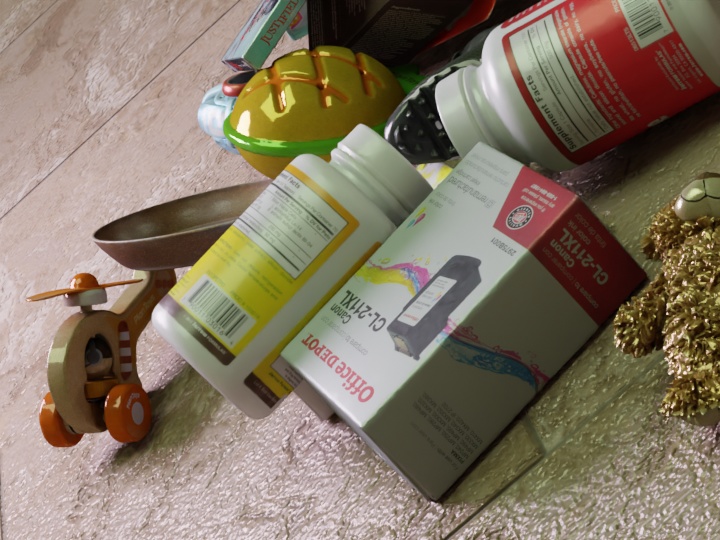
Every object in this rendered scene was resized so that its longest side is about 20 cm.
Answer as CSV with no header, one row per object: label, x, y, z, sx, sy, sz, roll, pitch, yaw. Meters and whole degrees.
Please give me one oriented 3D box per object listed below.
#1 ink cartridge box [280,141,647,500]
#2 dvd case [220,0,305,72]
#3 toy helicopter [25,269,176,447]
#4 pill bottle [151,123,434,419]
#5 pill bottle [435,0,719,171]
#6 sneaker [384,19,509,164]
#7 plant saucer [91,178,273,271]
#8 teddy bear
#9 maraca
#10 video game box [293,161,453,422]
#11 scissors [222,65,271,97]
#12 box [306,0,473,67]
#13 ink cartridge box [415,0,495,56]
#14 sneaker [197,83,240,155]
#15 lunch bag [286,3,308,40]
ink cartridge box,0.063,0.030,1.397,0.200,0.083,0.146,-47,29,-4
dvd case,-0.061,-0.228,1.789,0.146,0.022,0.200,-56,8,0
toy helicopter,-0.201,0.043,1.745,0.079,0.132,0.200,-6,30,26
pill bottle,-0.041,-0.003,1.485,0.200,0.109,0.109,-46,25,-4
pill bottle,0.156,-0.138,1.467,0.200,0.112,0.112,-28,29,21
sneaker,0.090,-0.136,1.622,0.200,0.067,0.090,-37,10,-23
plant saucer,-0.116,-0.036,1.747,0.200,0.035,0.200,-13,10,2
teddy bear,0.209,0.009,1.235,0.145,0.067,0.200,-21,35,37
maraca,-0.016,-0.129,1.720,0.200,0.107,0.137,-23,33,-34
video game box,0.000,0.000,1.595,0.200,0.047,0.182,-47,28,-3
scissors,-0.066,-0.180,1.897,0.073,0.014,0.200,-4,17,13
box,0.024,-0.235,1.774,0.200,0.075,0.100,142,129,-62
ink cartridge box,0.076,-0.287,1.777,0.162,0.050,0.200,-17,54,65
sneaker,-0.096,-0.121,1.858,0.082,0.074,0.200,-4,11,-12
lunch bag,-0.012,-0.328,2.026,0.200,0.122,0.170,-32,25,9
